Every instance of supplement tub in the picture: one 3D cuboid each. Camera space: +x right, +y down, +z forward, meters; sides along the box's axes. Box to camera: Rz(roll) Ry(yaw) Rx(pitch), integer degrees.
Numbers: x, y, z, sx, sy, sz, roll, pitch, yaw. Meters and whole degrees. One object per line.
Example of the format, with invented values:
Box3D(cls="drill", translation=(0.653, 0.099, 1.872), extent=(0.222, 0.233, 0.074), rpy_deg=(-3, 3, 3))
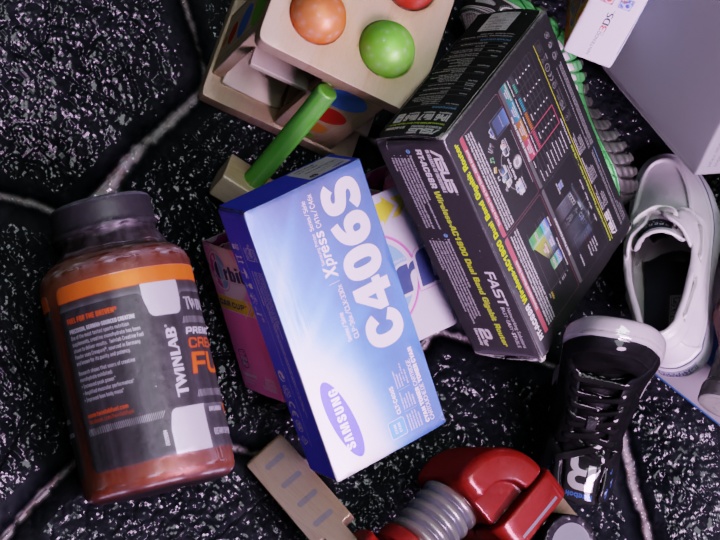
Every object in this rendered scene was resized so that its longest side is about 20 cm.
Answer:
Box3D(cls="supplement tub", translation=(-0.155, 0.051, 1.285), extent=(0.107, 0.107, 0.201), rpy_deg=(-11, 83, -24))

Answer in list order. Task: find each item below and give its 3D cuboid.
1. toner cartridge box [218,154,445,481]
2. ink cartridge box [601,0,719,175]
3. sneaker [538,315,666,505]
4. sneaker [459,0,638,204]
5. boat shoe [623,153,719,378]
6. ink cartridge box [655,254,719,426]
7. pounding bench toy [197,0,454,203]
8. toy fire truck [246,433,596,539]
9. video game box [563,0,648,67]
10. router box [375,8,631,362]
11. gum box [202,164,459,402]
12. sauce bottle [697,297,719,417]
Box3D(cls="toner cartridge box", translation=(-0.017, 0.032, 1.292), extent=(0.095, 0.043, 0.201), rpy_deg=(-26, 108, -23))
Box3D(cls="ink cartridge box", translation=(0.322, -0.176, 1.469), extent=(0.199, 0.146, 0.145), rpy_deg=(-6, 44, -31))
Box3D(cls="sneaker", translation=(0.170, 0.108, 1.356), extent=(0.073, 0.200, 0.112), rpy_deg=(9, 73, 3))
Box3D(cls="sneaker", translation=(0.132, -0.124, 1.457), extent=(0.085, 0.078, 0.200), rpy_deg=(-31, 91, -23))
Box3D(cls="boat shoe", translation=(0.235, -0.018, 1.447), extent=(0.065, 0.073, 0.201), rpy_deg=(53, 28, -47))
Box3D(cls="ink cartridge box", translation=(0.343, 0.035, 1.505), extent=(0.144, 0.084, 0.200), rpy_deg=(37, 67, -10))
Box3D(cls="pounding bench toy", translation=(-0.030, -0.141, 1.350), extent=(0.124, 0.156, 0.201), rpy_deg=(24, 71, -16))
Box3D(cls="toy fire truck", translation=(0.035, 0.178, 1.341), extent=(0.176, 0.129, 0.200), rpy_deg=(-46, 108, -24))
Box3D(cls="video game box", translation=(0.210, -0.282, 1.427), extent=(0.047, 0.182, 0.200), rpy_deg=(18, 42, -6))
Box3D(cls="router box", translation=(0.105, -0.059, 1.339), extent=(0.150, 0.062, 0.200), rpy_deg=(-52, 129, -36))
Box3D(cls="gum box", translation=(0.000, 0.000, 1.363), extent=(0.200, 0.066, 0.114), rpy_deg=(-23, 108, -25))
Box3D(cls="sauce bottle", translation=(0.302, 0.016, 1.413), extent=(0.066, 0.066, 0.200), rpy_deg=(28, 67, -14))
